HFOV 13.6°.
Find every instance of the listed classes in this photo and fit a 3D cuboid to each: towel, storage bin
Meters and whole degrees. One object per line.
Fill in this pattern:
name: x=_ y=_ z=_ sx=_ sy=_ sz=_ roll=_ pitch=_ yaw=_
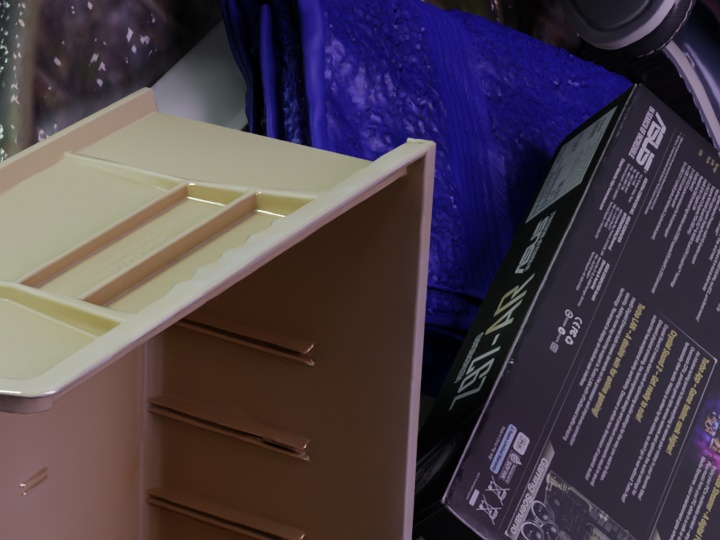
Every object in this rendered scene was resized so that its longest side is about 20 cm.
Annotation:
towel: x=0.038 y=-0.025 z=1.018 sx=0.200 sy=0.049 sz=0.148 roll=17 pitch=62 yaw=-46
storage bin: x=-0.071 y=0.079 z=0.794 sx=0.198 sy=0.093 sz=0.201 roll=-34 pitch=134 yaw=-54

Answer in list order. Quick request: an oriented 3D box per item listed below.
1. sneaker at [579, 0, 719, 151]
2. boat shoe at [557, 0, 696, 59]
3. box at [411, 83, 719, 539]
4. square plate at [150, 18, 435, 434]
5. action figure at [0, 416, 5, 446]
sneaker: x=0.158 y=-0.022 z=1.234 sx=0.082 sy=0.070 sz=0.201 roll=-41 pitch=115 yaw=-47
boat shoe: x=0.121 y=-0.158 z=1.205 sx=0.060 sy=0.075 sz=0.201 roll=40 pitch=45 yaw=-38
box: x=0.105 y=0.059 z=0.960 sx=0.160 sy=0.044 sz=0.200 roll=39 pitch=47 yaw=-13
square plate: x=0.000 y=0.000 z=1.040 sx=0.198 sy=0.028 sz=0.201 roll=-50 pitch=121 yaw=-49
action figure: x=-0.152 y=0.037 z=0.790 sx=0.200 sy=0.055 sz=0.119 roll=-17 pitch=93 yaw=-53
